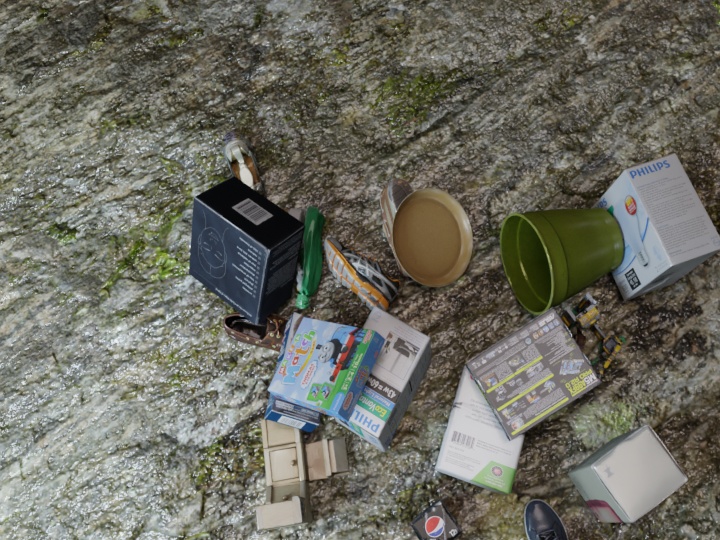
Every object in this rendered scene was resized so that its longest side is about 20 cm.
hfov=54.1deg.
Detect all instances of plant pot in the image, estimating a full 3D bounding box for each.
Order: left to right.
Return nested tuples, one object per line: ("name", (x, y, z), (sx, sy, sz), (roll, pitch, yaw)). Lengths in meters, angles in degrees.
("plant pot", (0.145, -0.067, 1.462), (0.195, 0.027, 0.207), (3, 82, -26))
("plant pot", (0.408, -0.037, 1.402), (0.188, 0.201, 0.205), (-15, 71, -14))

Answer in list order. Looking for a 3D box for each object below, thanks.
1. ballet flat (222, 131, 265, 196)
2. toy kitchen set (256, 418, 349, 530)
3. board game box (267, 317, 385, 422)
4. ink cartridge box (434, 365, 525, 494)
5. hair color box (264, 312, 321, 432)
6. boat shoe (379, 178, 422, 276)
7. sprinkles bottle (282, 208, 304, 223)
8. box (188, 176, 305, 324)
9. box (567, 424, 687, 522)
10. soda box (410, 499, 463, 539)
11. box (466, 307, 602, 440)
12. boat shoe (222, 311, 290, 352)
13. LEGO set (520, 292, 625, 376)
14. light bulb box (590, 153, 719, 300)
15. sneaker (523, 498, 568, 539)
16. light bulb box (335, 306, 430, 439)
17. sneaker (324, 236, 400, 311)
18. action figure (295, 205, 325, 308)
("ballet flat", (-0.260, -0.236, 1.562), (0.070, 0.072, 0.204), (-22, 72, -3))
("toy kitchen set", (-0.106, 0.360, 1.306), (0.158, 0.181, 0.206), (-9, 71, 0))
("board game box", (-0.063, 0.167, 1.234), (0.197, 0.036, 0.154), (4, 61, 48))
("ink cartridge box", (0.238, 0.303, 1.349), (0.142, 0.084, 0.205), (17, 75, 8))
("hair color box", (-0.112, 0.195, 1.360), (0.098, 0.061, 0.205), (18, 59, -14))
("boat shoe", (0.085, -0.088, 1.493), (0.074, 0.071, 0.206), (-6, 87, -33))
("sprinkles bottle", (-0.220, -0.108, 1.519), (0.194, 0.068, 0.070), (7, 73, 7))
("box", (-0.231, -0.040, 1.408), (0.198, 0.200, 0.123), (34, 42, 18))
("box", (0.466, 0.365, 1.252), (0.126, 0.201, 0.110), (-33, 72, -6))
("soda box", (0.131, 0.453, 1.248), (0.070, 0.201, 0.064), (-35, 72, -8))
("box", (0.316, 0.190, 1.301), (0.197, 0.044, 0.162), (-32, 74, 0))
("boat shoe", (-0.186, 0.125, 1.443), (0.194, 0.071, 0.072), (4, 69, 4))
("LEGO set", (0.416, 0.142, 1.369), (0.196, 0.116, 0.157), (-26, 72, -4))
("light bulb box", (0.565, -0.081, 1.381), (0.122, 0.199, 0.205), (-16, 71, -12))
("sneaker", (0.352, 0.506, 1.246), (0.075, 0.147, 0.207), (-18, 70, 0))
("light bulb box", (0.037, 0.209, 1.325), (0.123, 0.199, 0.203), (27, 75, 15))
("sneaker", (0.000, 0.000, 1.473), (0.077, 0.079, 0.200), (-40, 77, -23))
("action figure", (-0.111, -0.022, 1.476), (0.053, 0.118, 0.206), (3, 81, 19))
